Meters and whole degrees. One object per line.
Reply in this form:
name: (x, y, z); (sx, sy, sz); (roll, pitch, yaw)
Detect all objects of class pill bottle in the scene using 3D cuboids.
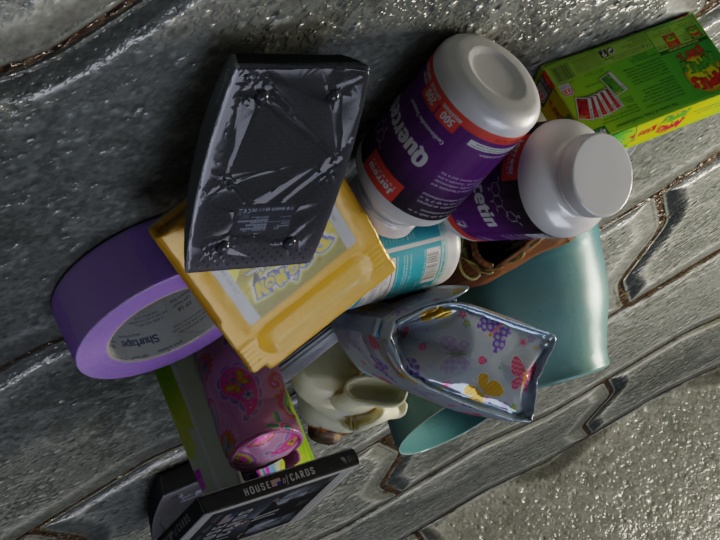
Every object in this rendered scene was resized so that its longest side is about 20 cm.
pill bottle: (0.168, -0.088, 1.315); (0.112, 0.113, 0.200); (-15, -172, -33)
pill bottle: (-0.001, -0.020, 1.391); (0.199, 0.111, 0.111); (-14, 154, -36)
pill bottle: (0.071, -0.119, 1.252); (0.112, 0.113, 0.200); (-9, 151, -43)

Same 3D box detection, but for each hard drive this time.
hard drive: (-0.077, -0.091, 1.111); (0.134, 0.042, 0.201); (-5, 131, -31)
hard drive: (-0.251, 0.329, 1.967); (0.134, 0.042, 0.200); (-21, 158, -23)

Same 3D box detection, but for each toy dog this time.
toy dog: (-0.028, 0.154, 1.730); (0.193, 0.140, 0.200); (-11, 156, -10)

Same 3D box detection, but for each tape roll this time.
tape roll: (-0.196, 0.025, 1.303); (0.199, 0.066, 0.200); (-25, 160, -10)

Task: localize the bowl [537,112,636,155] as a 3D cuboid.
bowl: (0.227, -0.125, 1.505); (0.199, 0.075, 0.200); (-21, 159, -25)

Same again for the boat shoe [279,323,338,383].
boat shoe: (-0.055, 0.053, 1.539); (0.072, 0.071, 0.200); (-13, -155, 52)

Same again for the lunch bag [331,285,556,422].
lunch bag: (0.083, 0.080, 1.456); (0.199, 0.128, 0.169); (19, 173, -20)

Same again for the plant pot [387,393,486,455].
plant pot: (0.111, 0.154, 1.910); (0.199, 0.135, 0.200); (-26, 159, -11)

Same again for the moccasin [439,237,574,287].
moccasin: (0.144, -0.026, 1.475); (0.077, 0.074, 0.201); (2, 167, -44)

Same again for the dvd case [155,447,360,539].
dvd case: (-0.114, 0.252, 1.418); (0.199, 0.025, 0.150); (-13, 156, -38)

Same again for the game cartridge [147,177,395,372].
game cartridge: (-0.075, -0.019, 1.230); (0.176, 0.032, 0.200); (-39, 128, -8)

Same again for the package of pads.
package of pads: (-0.138, 0.166, 1.511); (0.068, 0.201, 0.154); (-33, 162, 28)

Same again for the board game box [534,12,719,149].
board game box: (0.287, -0.190, 1.392); (0.199, 0.102, 0.048); (-22, 159, -21)

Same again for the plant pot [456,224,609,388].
plant pot: (0.213, 0.043, 1.622); (0.199, 0.189, 0.200); (-15, 180, 0)

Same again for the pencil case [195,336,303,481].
pencil case: (-0.123, 0.117, 1.416); (0.087, 0.201, 0.088); (-16, 147, -11)
